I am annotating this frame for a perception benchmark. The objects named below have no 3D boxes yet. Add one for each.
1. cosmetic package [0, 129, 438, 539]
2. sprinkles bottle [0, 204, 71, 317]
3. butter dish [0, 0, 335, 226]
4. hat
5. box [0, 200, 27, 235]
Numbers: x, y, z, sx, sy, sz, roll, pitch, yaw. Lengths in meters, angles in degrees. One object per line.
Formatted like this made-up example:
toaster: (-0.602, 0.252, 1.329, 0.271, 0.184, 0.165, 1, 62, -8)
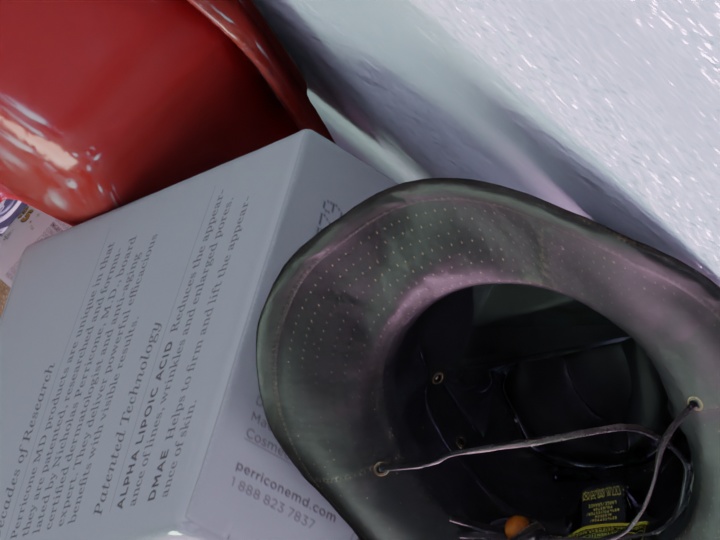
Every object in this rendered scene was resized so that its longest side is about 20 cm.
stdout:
cosmetic package: (-0.038, 0.073, 1.139, 0.165, 0.165, 0.200, 31, 150, -27)
sprinkles bottle: (-0.115, -0.020, 1.341, 0.068, 0.200, 0.068, 41, 176, 4)
butter dish: (-0.126, -0.078, 1.213, 0.199, 0.148, 0.200, 39, 175, 18)
hat: (0.068, 0.036, 0.996, 0.200, 0.081, 0.201, 12, 130, 15)
box: (-0.219, -0.108, 1.523, 0.104, 0.182, 0.200, 38, 176, 27)
